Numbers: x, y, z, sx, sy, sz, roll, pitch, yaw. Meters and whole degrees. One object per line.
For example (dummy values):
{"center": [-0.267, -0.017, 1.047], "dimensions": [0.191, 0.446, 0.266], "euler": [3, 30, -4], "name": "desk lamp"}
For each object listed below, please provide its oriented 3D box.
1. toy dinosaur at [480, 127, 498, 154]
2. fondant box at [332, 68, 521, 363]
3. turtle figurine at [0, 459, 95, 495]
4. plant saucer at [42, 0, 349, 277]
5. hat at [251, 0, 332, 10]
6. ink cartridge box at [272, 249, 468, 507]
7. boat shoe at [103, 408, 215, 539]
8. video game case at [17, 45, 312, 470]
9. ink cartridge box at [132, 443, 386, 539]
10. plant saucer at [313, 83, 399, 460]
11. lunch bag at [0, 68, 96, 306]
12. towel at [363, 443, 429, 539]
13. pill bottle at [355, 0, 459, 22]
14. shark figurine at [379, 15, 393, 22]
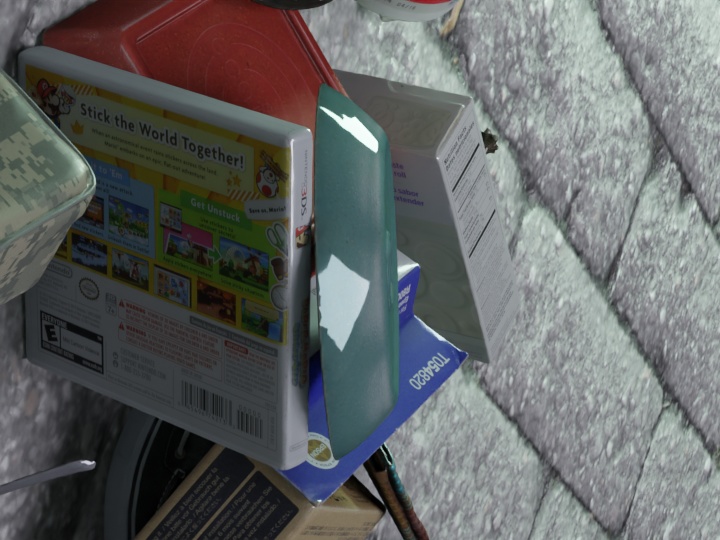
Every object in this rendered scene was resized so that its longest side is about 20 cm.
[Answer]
{"center": [0.048, -0.048, 1.782], "dimensions": [0.102, 0.077, 0.201], "euler": [-29, 132, -44], "name": "toy dinosaur"}
{"center": [0.016, -0.037, 1.610], "dimensions": [0.058, 0.143, 0.201], "euler": [-58, 148, -33], "name": "fondant box"}
{"center": [-0.210, 0.181, 1.217], "dimensions": [0.193, 0.199, 0.145], "euler": [-15, 99, -53], "name": "turtle figurine"}
{"center": [-0.067, -0.086, 1.419], "dimensions": [0.200, 0.037, 0.200], "euler": [60, 36, -8], "name": "plant saucer"}
{"center": [-0.050, -0.254, 1.431], "dimensions": [0.200, 0.081, 0.202], "euler": [-16, 116, -36], "name": "hat"}
{"center": [-0.049, 0.021, 1.444], "dimensions": [0.200, 0.200, 0.041], "euler": [-41, 165, -53], "name": "ink cartridge box"}
{"center": [-0.098, 0.097, 1.512], "dimensions": [0.072, 0.071, 0.201], "euler": [17, 91, -66], "name": "boat shoe"}
{"center": [-0.105, -0.009, 1.305], "dimensions": [0.023, 0.199, 0.183], "euler": [-22, 122, -44], "name": "video game case"}
{"center": [-0.079, 0.178, 1.477], "dimensions": [0.165, 0.075, 0.200], "euler": [-48, 167, 3], "name": "ink cartridge box"}
{"center": [0.000, 0.000, 1.327], "dimensions": [0.200, 0.036, 0.202], "euler": [-2, 90, -87], "name": "plant saucer"}
{"center": [-0.240, -0.001, 1.092], "dimensions": [0.168, 0.139, 0.200], "euler": [-52, 173, 35], "name": "lunch bag"}
{"center": [-0.006, 0.088, 1.601], "dimensions": [0.022, 0.201, 0.147], "euler": [-28, 143, -2], "name": "towel"}
{"center": [0.058, -0.253, 1.534], "dimensions": [0.112, 0.112, 0.200], "euler": [-53, -178, -42], "name": "pill bottle"}
{"center": [0.070, -0.279, 1.686], "dimensions": [0.128, 0.089, 0.216], "euler": [-27, 127, -60], "name": "shark figurine"}
